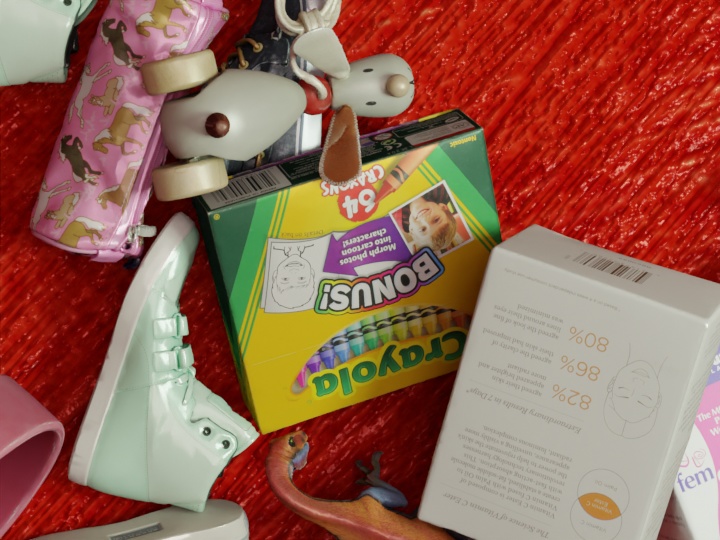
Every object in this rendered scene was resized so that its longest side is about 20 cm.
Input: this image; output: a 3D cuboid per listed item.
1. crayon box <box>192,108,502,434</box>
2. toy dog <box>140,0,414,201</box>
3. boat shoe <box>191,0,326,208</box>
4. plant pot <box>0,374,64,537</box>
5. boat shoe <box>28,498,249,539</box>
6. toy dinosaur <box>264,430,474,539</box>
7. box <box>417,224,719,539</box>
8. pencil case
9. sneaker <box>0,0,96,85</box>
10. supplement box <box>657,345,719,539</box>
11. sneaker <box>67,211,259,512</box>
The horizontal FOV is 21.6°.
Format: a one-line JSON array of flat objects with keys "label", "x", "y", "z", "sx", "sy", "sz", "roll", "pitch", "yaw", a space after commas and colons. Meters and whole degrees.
[{"label": "crayon box", "x": 0.000, "y": 0.000, "z": 1.315, "sx": 0.199, "sy": 0.058, "sz": 0.173, "roll": -18, "pitch": 115, "yaw": -11}, {"label": "toy dog", "x": -0.050, "y": -0.110, "z": 1.233, "sx": 0.200, "sy": 0.096, "sz": 0.132, "roll": -35, "pitch": 110, "yaw": -18}, {"label": "boat shoe", "x": -0.075, "y": -0.138, "z": 1.323, "sx": 0.090, "sy": 0.071, "sz": 0.201, "roll": 0, "pitch": 91, "yaw": -16}, {"label": "plant pot", "x": -0.321, "y": 0.116, "z": 1.217, "sx": 0.179, "sy": 0.200, "sz": 0.200, "roll": 41, "pitch": 81, "yaw": 7}, {"label": "boat shoe", "x": -0.172, "y": 0.213, "z": 1.302, "sx": 0.199, "sy": 0.072, "sz": 0.069, "roll": -15, "pitch": 109, "yaw": -20}, {"label": "toy dinosaur", "x": 0.023, "y": 0.169, "z": 1.306, "sx": 0.181, "sy": 0.199, "sz": 0.105, "roll": 32, "pitch": 64, "yaw": -40}, {"label": "box", "x": 0.145, "y": 0.091, "z": 1.274, "sx": 0.152, "sy": 0.106, "sz": 0.201, "roll": 20, "pitch": 107, "yaw": 16}, {"label": "pencil case", "x": -0.157, "y": -0.104, "z": 1.286, "sx": 0.086, "sy": 0.083, "sz": 0.201, "roll": 19, "pitch": 90, "yaw": 0}, {"label": "sneaker", "x": -0.234, "y": -0.224, "z": 1.282, "sx": 0.118, "sy": 0.074, "sz": 0.201, "roll": 4, "pitch": 98, "yaw": -4}, {"label": "supplement box", "x": 0.258, "y": 0.148, "z": 1.374, "sx": 0.101, "sy": 0.103, "sz": 0.201, "roll": -23, "pitch": 92, "yaw": -10}, {"label": "sneaker", "x": -0.117, "y": 0.067, "z": 1.307, "sx": 0.118, "sy": 0.074, "sz": 0.201, "roll": 18, "pitch": 95, "yaw": -2}]
